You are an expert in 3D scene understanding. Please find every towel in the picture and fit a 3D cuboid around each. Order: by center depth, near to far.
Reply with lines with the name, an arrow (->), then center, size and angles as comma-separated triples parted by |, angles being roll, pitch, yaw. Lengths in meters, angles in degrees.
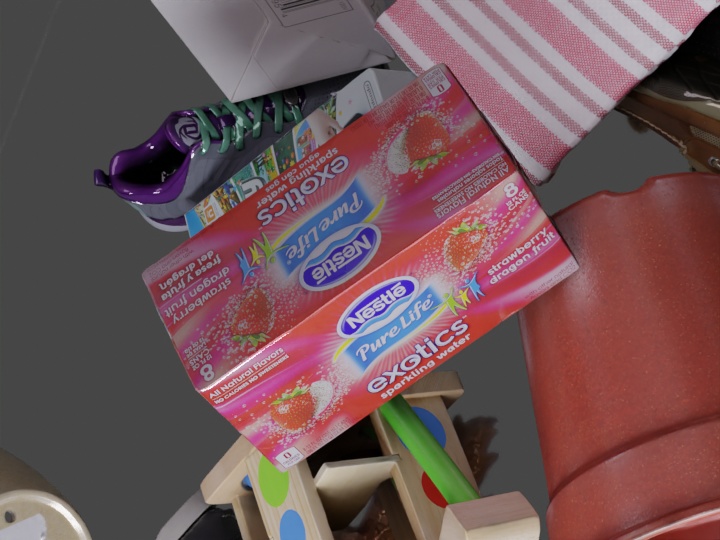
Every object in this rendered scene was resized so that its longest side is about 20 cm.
towel -> 0.123, -0.164, 1.076 | 0.200, 0.030, 0.146 | -46, 70, 7

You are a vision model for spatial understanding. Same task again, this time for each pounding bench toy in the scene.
pounding bench toy -> 0.016, 0.125, 1.052 | 0.200, 0.123, 0.157 | -50, 52, 46

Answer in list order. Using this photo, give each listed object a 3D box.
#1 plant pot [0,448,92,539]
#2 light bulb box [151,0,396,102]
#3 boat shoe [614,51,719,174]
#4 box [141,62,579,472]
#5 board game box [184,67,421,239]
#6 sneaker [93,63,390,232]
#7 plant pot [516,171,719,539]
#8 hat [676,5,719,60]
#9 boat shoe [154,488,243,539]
plant pot -> -0.249, 0.180, 1.138 | 0.199, 0.186, 0.189 | -9, 74, 54
light bulb box -> -0.064, -0.249, 1.146 | 0.124, 0.198, 0.201 | -11, 54, 22
boat shoe -> 0.222, -0.069, 1.077 | 0.199, 0.076, 0.074 | 24, 119, 25
box -> 0.000, 0.000, 0.982 | 0.199, 0.100, 0.096 | -34, 50, 5
board game box -> -0.013, -0.010, 1.138 | 0.200, 0.064, 0.149 | -34, 65, 43
sneaker -> -0.074, -0.087, 1.208 | 0.199, 0.087, 0.075 | -30, 69, 17
plant pot -> 0.175, 0.065, 1.018 | 0.200, 0.201, 0.197 | -23, 64, 19
hat -> 0.226, -0.216, 1.101 | 0.199, 0.081, 0.202 | -5, 77, 24
boat shoe -> -0.132, 0.221, 1.142 | 0.060, 0.200, 0.074 | 35, 140, 8
